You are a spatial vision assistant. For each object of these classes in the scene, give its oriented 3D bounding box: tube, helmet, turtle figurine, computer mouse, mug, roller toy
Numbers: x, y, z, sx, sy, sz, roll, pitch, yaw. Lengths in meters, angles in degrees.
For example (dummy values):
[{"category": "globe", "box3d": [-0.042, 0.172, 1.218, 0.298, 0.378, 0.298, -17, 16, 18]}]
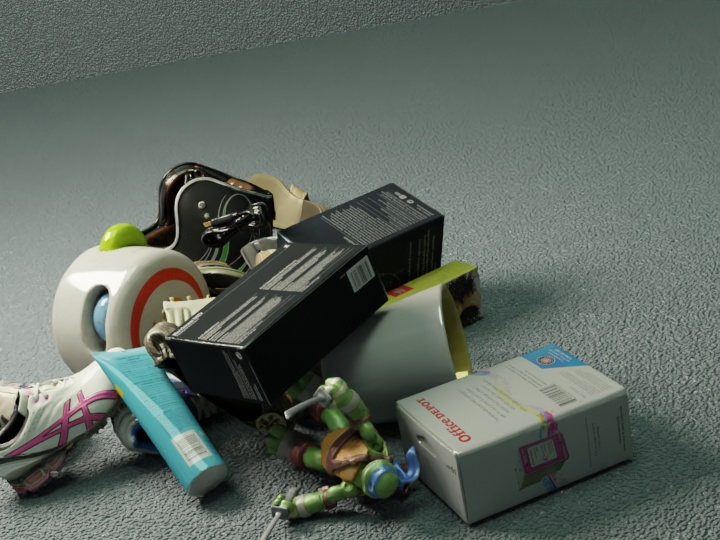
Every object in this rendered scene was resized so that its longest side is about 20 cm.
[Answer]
[{"category": "tube", "box3d": [-0.217, 0.157, 1.456, 0.077, 0.050, 0.200, -1, 44, -48]}, {"category": "helmet", "box3d": [-0.228, -0.045, 1.902, 0.199, 0.192, 0.200, 19, 7, -3]}, {"category": "turtle figurine", "box3d": [-0.056, 0.174, 1.353, 0.199, 0.145, 0.194, -14, 18, -20]}, {"category": "computer mouse", "box3d": [-0.115, -0.014, 1.723, 0.109, 0.200, 0.044, -18, 51, 28]}, {"category": "mug", "box3d": [0.044, 0.109, 1.510, 0.152, 0.150, 0.187, -15, -12, 11]}, {"category": "roller toy", "box3d": [-0.281, 0.062, 1.674, 0.139, 0.201, 0.183, 6, 49, 35]}]

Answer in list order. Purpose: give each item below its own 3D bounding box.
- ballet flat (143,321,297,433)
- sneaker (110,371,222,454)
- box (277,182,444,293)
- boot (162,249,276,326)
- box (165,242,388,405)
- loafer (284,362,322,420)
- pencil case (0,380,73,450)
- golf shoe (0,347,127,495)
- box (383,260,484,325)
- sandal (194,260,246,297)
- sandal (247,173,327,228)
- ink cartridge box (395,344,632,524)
[{"category": "ballet flat", "box3d": [-0.159, 0.130, 1.490, 0.067, 0.200, 0.046, -46, 13, 30]}, {"category": "sneaker", "box3d": [-0.192, 0.162, 1.550, 0.199, 0.081, 0.147, -6, 35, -13]}, {"category": "box", "box3d": [0.000, 0.000, 1.714, 0.199, 0.149, 0.107, -25, 43, -34]}, {"category": "boot", "box3d": [-0.162, 0.043, 1.597, 0.154, 0.072, 0.200, -5, 34, -4]}, {"category": "box", "box3d": [-0.089, 0.052, 1.437, 0.141, 0.079, 0.200, 6, 37, 46]}, {"category": "loafer", "box3d": [-0.067, 0.114, 1.604, 0.067, 0.076, 0.200, -9, 30, -5]}, {"category": "pencil case", "box3d": [-0.433, 0.168, 1.604, 0.199, 0.090, 0.078, 4, 26, 32]}, {"category": "golf shoe", "box3d": [-0.339, 0.156, 1.492, 0.200, 0.092, 0.073, -47, 30, -13]}, {"category": "box", "box3d": [0.066, 0.057, 1.677, 0.199, 0.076, 0.050, -25, 26, -30]}, {"category": "sandal", "box3d": [-0.201, 0.014, 1.769, 0.200, 0.080, 0.057, 5, 44, 42]}, {"category": "sandal", "box3d": [-0.104, -0.098, 2.168, 0.069, 0.078, 0.211, 13, 10, -43]}, {"category": "ink cartridge box", "box3d": [0.155, 0.164, 1.362, 0.199, 0.085, 0.144, -17, 22, -19]}]
